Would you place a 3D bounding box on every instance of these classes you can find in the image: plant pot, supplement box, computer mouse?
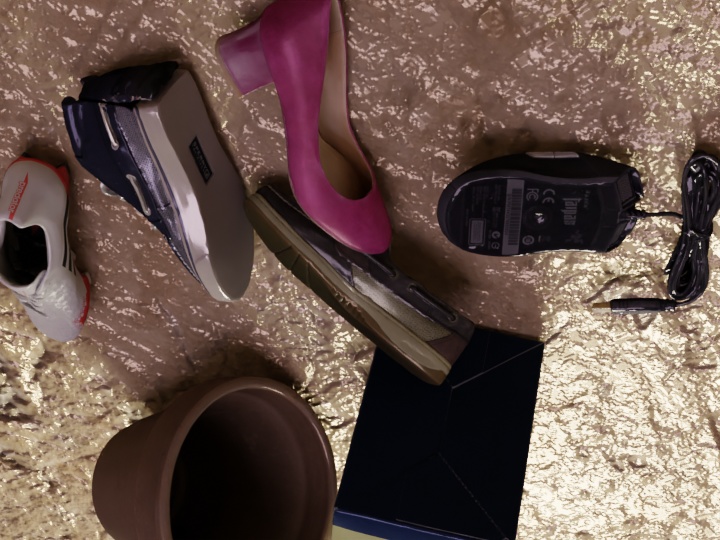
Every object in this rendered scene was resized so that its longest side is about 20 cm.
[{"bbox_3d":[-0.145,0.196,1.138,0.173,0.202,0.201,-6,135,46],"label":"plant pot"},{"bbox_3d":[0.057,0.181,1.029,0.132,0.201,0.201,12,136,6],"label":"supplement box"},{"bbox_3d":[0.154,-0.028,0.905,0.197,0.046,0.142,-4,130,5],"label":"computer mouse"}]

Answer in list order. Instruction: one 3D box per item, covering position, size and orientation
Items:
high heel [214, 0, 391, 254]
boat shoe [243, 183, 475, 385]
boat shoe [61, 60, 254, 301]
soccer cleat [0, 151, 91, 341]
[{"bbox_3d":[-0.009,-0.097,0.874,0.095,0.068,0.201,-16,118,33],"label":"high heel"},{"bbox_3d":[0.001,0.000,0.966,0.200,0.066,0.072,42,168,0],"label":"boat shoe"},{"bbox_3d":[-0.147,-0.064,0.951,0.091,0.075,0.202,3,129,25],"label":"boat shoe"},{"bbox_3d":[-0.260,-0.001,1.029,0.068,0.086,0.202,13,136,4],"label":"soccer cleat"}]
